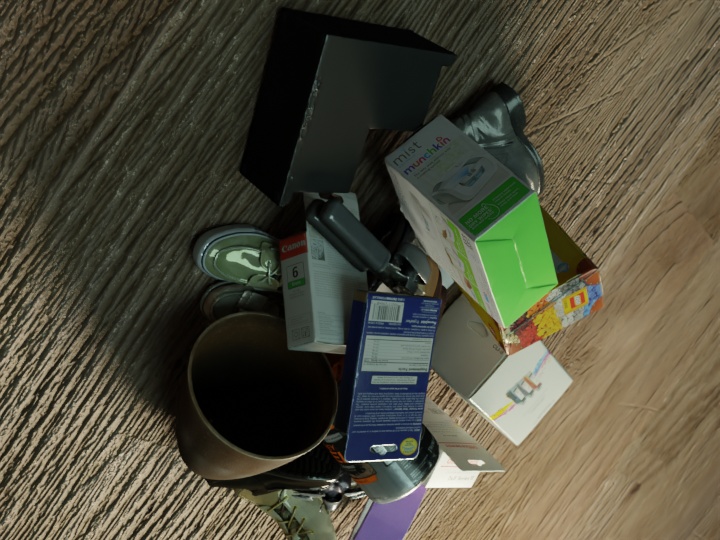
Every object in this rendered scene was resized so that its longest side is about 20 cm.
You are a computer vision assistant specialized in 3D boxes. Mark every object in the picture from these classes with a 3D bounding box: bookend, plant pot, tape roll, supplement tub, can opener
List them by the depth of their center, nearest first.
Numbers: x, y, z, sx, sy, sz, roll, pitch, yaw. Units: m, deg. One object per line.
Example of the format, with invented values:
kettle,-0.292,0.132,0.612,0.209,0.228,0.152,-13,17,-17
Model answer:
bookend,-0.014,-0.184,1.087,0.199,0.092,0.200,-4,122,-40
can opener,0.016,-0.032,1.130,0.200,0.053,0.067,44,63,-36
plant pot,-0.154,0.180,1.151,0.186,0.188,0.200,-10,155,-35
supplement tub,0.005,0.201,1.240,0.122,0.122,0.200,-41,103,-11
tape roll,0.041,0.380,1.454,0.201,0.065,0.200,-63,176,-8

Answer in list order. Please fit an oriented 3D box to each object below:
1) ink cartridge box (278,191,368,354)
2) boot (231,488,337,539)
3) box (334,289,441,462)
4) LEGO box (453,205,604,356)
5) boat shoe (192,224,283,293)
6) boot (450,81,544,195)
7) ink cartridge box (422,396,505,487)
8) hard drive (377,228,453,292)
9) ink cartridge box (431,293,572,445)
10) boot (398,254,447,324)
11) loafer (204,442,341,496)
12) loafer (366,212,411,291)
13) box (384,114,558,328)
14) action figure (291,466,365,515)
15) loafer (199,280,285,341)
ink cartridge box,-0.044,-0.002,1.135,0.109,0.050,0.201,10,68,-49
boot,-0.097,0.367,1.341,0.072,0.155,0.200,-35,142,19
box,0.032,0.127,1.119,0.121,0.032,0.202,6,92,-38
LEGO box,0.211,-0.004,1.261,0.148,0.200,0.077,-26,133,-4
boat shoe,-0.112,-0.008,1.145,0.199,0.062,0.072,8,112,-43
boot,0.175,-0.155,1.297,0.131,0.070,0.200,-35,128,-7
ink cartridge box,0.113,0.270,1.422,0.117,0.200,0.068,13,109,-44
hard drive,0.064,0.021,1.340,0.200,0.025,0.132,-46,137,-5
ink cartridge box,0.210,0.148,1.461,0.145,0.145,0.200,-48,136,-3
boot,0.076,0.082,1.259,0.166,0.072,0.201,52,50,-60
loafer,-0.125,0.269,1.274,0.198,0.073,0.072,6,131,2
loafer,0.000,0.000,1.226,0.063,0.072,0.201,34,72,-14
box,0.134,-0.056,1.125,0.097,0.177,0.200,-38,143,-7
action figure,-0.041,0.253,1.333,0.129,0.069,0.202,-1,94,-23
loafer,-0.111,0.061,1.192,0.199,0.063,0.072,18,105,-45
